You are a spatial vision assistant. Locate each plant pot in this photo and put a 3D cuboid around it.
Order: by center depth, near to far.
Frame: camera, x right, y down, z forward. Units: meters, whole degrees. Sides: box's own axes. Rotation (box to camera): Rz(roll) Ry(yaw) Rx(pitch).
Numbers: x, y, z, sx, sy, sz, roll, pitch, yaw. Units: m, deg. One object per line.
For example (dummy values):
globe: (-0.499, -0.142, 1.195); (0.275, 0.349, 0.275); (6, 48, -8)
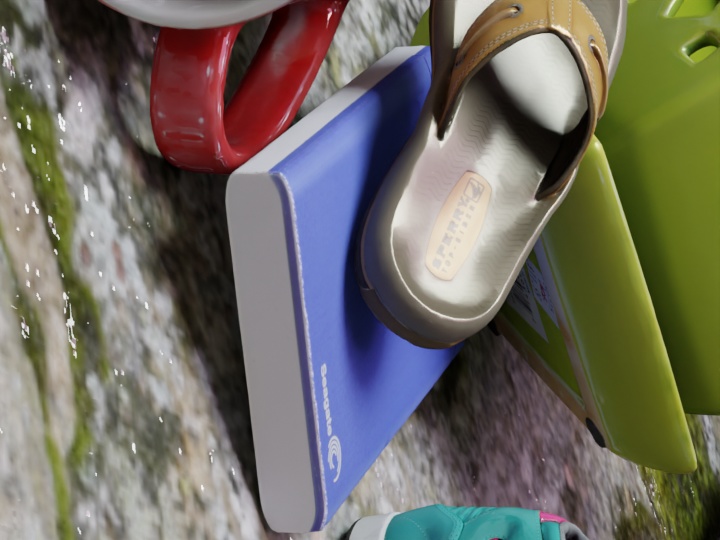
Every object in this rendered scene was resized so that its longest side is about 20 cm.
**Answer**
plant pot: (0.138, -0.044, 1.052); (0.199, 0.181, 0.201); (49, -16, 56)

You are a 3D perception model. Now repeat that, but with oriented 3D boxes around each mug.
mug: (-0.039, -0.141, 0.892); (0.133, 0.178, 0.200); (38, 16, 9)

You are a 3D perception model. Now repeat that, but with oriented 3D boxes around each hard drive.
hard drive: (0.000, 0.000, 0.931); (0.200, 0.025, 0.133); (-46, 132, -65)

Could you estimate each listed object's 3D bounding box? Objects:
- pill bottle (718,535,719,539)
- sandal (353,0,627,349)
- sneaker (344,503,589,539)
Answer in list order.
pill bottle: (0.258, 0.148, 1.350); (0.112, 0.110, 0.200); (68, 23, -14)
sandal: (0.057, -0.065, 0.898); (0.080, 0.054, 0.201); (28, 66, -14)
sneaker: (0.069, 0.177, 0.887); (0.084, 0.120, 0.202); (17, 60, -64)
